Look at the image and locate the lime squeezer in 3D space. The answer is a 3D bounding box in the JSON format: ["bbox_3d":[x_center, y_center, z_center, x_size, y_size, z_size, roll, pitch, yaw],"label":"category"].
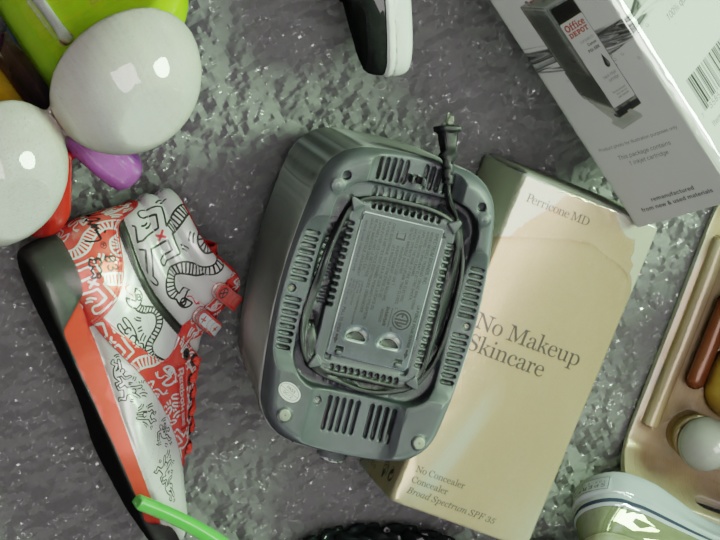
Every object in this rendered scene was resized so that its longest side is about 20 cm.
[{"bbox_3d":[-0.072,0.186,1.540,0.070,0.038,0.201,-15,128,1],"label":"lime squeezer"}]

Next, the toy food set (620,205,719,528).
[{"bbox_3d":[0.253,0.061,1.599,0.143,0.060,0.201,19,96,-16],"label":"toy food set"}]

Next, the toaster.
[{"bbox_3d":[0.000,0.000,1.490,0.113,0.129,0.202,11,99,-16],"label":"toaster"}]

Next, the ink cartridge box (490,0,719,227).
[{"bbox_3d":[0.161,-0.150,1.491,0.201,0.083,0.147,55,49,-16],"label":"ink cartridge box"}]

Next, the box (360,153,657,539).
[{"bbox_3d":[0.084,0.044,1.546,0.094,0.078,0.201,19,96,-16],"label":"box"}]

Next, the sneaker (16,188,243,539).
[{"bbox_3d":[-0.106,0.054,1.508,0.107,0.067,0.203,-27,111,-15],"label":"sneaker"}]

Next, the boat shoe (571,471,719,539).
[{"bbox_3d":[0.199,0.186,1.590,0.199,0.072,0.062,28,52,-26],"label":"boat shoe"}]

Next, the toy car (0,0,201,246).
[{"bbox_3d":[-0.170,-0.090,1.432,0.199,0.175,0.150,-35,141,-5],"label":"toy car"}]

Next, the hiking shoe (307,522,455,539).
[{"bbox_3d":[0.054,0.203,1.574,0.198,0.074,0.087,9,106,-10],"label":"hiking shoe"}]

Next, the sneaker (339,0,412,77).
[{"bbox_3d":[-0.040,-0.198,1.477,0.111,0.073,0.202,-12,95,-8],"label":"sneaker"}]
